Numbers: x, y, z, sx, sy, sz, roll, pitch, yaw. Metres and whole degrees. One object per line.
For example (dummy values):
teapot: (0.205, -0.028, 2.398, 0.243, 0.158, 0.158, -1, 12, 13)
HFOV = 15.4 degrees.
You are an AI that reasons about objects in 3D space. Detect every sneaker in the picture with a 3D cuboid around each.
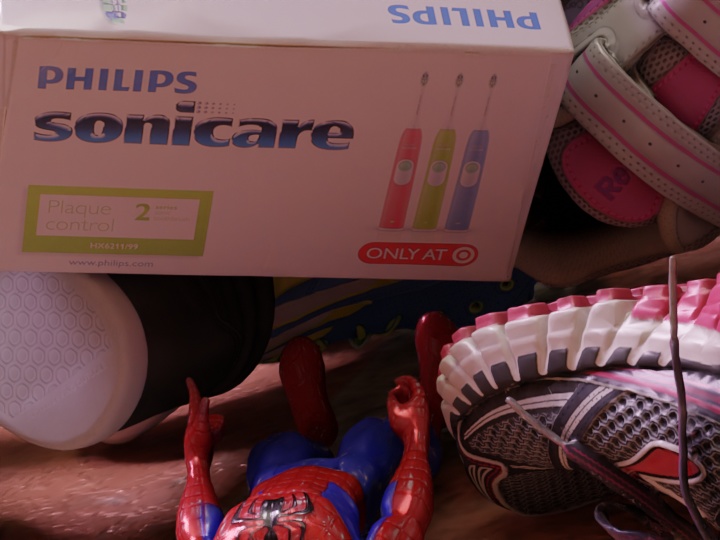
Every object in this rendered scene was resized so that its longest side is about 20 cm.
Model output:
sneaker: (0.000, 0.000, 0.849, 0.200, 0.105, 0.076, -47, 17, -9)
sneaker: (0.095, -0.053, 0.719, 0.088, 0.081, 0.200, -52, -1, -37)
sneaker: (0.081, 0.039, 0.592, 0.080, 0.075, 0.200, 1, -8, -27)
sneaker: (-0.107, -0.017, 0.771, 0.200, 0.071, 0.099, 38, 20, 28)

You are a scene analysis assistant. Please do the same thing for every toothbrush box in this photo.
toothbrush box: (-0.036, -0.096, 0.736, 0.145, 0.086, 0.200, 1, 43, -12)

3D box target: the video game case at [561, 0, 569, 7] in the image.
video game case: (0.075, -0.171, 0.782, 0.023, 0.182, 0.200, 20, -39, -18)

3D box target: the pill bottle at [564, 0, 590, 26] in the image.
pill bottle: (0.061, -0.120, 0.991, 0.111, 0.201, 0.111, -12, 12, 3)

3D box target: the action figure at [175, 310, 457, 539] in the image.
action figure: (-0.011, 0.053, 0.673, 0.065, 0.052, 0.200, -6, 16, 9)
